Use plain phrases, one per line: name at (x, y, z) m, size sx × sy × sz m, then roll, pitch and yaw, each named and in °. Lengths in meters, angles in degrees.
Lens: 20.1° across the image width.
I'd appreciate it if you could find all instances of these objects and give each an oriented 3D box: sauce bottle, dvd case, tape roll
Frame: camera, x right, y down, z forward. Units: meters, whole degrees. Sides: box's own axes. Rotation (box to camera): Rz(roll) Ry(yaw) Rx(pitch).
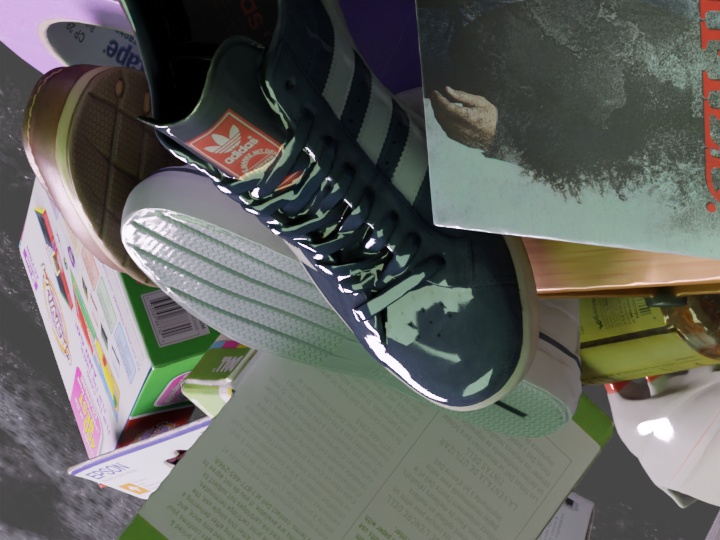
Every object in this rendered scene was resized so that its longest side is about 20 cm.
sauce bottle at (0.101, 0.017, 0.883) m, size 0.066 × 0.066 × 0.200 m, roll 43°, pitch 153°, yaw -19°
dvd case at (0.101, -0.073, 0.551) m, size 0.199 × 0.022 × 0.147 m, roll 8°, pitch 113°, yaw 33°
tape roll at (-0.051, -0.093, 0.801) m, size 0.199 × 0.066 × 0.200 m, roll 23°, pitch 169°, yaw 5°

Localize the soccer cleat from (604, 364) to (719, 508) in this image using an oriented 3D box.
soccer cleat at (0.177, 0.063, 0.863) m, size 0.078 × 0.069 × 0.200 m, roll 59°, pitch 157°, yaw -5°

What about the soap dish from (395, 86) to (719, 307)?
soap dish at (0.117, -0.030, 0.688) m, size 0.157 × 0.082 × 0.200 m, roll 0°, pitch 178°, yaw -38°

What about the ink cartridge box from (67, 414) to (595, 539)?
ink cartridge box at (-0.018, 0.108, 1.026) m, size 0.200 × 0.041 × 0.199 m, roll 29°, pitch 152°, yaw -25°

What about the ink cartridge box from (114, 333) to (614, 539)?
ink cartridge box at (-0.014, 0.094, 0.842) m, size 0.148 × 0.200 × 0.076 m, roll 43°, pitch 165°, yaw -15°

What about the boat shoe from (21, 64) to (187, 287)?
boat shoe at (-0.093, -0.032, 0.819) m, size 0.067 × 0.072 × 0.200 m, roll 18°, pitch 171°, yaw 20°

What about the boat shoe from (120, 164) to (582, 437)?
boat shoe at (0.000, 0.000, 0.782) m, size 0.199 × 0.067 × 0.073 m, roll 28°, pitch 145°, yaw -26°

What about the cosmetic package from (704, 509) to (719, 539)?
cosmetic package at (0.228, 0.123, 0.872) m, size 0.090 × 0.107 × 0.200 m, roll 38°, pitch 155°, yaw -11°

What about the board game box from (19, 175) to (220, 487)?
board game box at (-0.130, 0.011, 1.061) m, size 0.200 × 0.040 × 0.154 m, roll 124°, pitch 128°, yaw -64°

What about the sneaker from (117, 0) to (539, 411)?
sneaker at (-0.021, -0.036, 0.645) m, size 0.075 × 0.084 × 0.200 m, roll -38°, pitch 84°, yaw 28°
